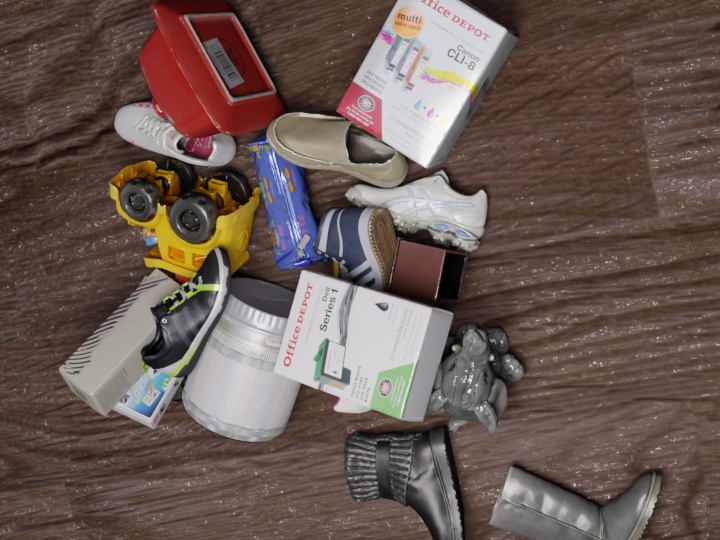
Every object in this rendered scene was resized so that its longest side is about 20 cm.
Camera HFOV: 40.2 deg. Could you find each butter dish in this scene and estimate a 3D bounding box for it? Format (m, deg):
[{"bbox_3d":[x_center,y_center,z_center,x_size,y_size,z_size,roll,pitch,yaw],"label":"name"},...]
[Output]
[{"bbox_3d":[-0.225,-0.256,1.347,0.147,0.199,0.201,-28,92,27],"label":"butter dish"}]

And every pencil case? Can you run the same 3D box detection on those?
[{"bbox_3d":[-0.101,-0.096,1.390,0.077,0.087,0.202,-14,95,-5],"label":"pencil case"}]

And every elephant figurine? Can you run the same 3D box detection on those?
[{"bbox_3d":[0.139,0.151,1.312,0.141,0.200,0.156,-25,93,17],"label":"elephant figurine"}]

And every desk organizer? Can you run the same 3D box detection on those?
[{"bbox_3d":[0.080,0.063,1.333,0.076,0.071,0.202,13,93,35],"label":"desk organizer"}]

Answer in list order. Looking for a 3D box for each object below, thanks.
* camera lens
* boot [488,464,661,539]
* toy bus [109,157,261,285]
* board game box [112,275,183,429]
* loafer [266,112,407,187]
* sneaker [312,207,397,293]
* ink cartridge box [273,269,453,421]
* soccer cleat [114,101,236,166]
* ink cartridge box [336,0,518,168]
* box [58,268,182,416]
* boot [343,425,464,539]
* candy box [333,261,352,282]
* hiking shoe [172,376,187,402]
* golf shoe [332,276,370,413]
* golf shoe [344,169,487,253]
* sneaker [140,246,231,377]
[{"bbox_3d":[-0.157,0.131,1.406,0.159,0.160,0.202,23,104,10],"label":"camera lens"},{"bbox_3d":[0.299,0.321,1.378,0.199,0.072,0.183,27,103,15],"label":"boot"},{"bbox_3d":[-0.256,-0.051,1.429,0.198,0.136,0.194,16,119,13],"label":"toy bus"},{"bbox_3d":[-0.310,0.117,1.448,0.125,0.035,0.201,23,64,10],"label":"board game box"},{"bbox_3d":[-0.029,-0.173,1.322,0.198,0.068,0.076,15,67,2],"label":"loafer"},{"bbox_3d":[0.000,0.000,1.365,0.108,0.070,0.202,9,124,34],"label":"sneaker"},{"bbox_3d":[0.001,0.095,1.275,0.198,0.084,0.148,15,89,27],"label":"ink cartridge box"},{"bbox_3d":[-0.275,-0.199,1.418,0.198,0.086,0.071,15,103,12],"label":"soccer cleat"},{"bbox_3d":[0.091,-0.259,1.283,0.145,0.145,0.201,33,105,7],"label":"ink cartridge box"},{"bbox_3d":[-0.325,0.100,1.391,0.068,0.082,0.200,32,64,17],"label":"box"},{"bbox_3d":[0.066,0.331,1.425,0.156,0.079,0.213,-11,88,11],"label":"boot"},{"bbox_3d":[0.017,0.072,1.422,0.101,0.026,0.202,-2,99,11],"label":"candy box"},{"bbox_3d":[-0.336,0.173,1.487,0.198,0.101,0.076,9,116,16],"label":"hiking shoe"},{"bbox_3d":[-0.028,0.111,1.390,0.091,0.075,0.202,-19,94,21],"label":"golf shoe"},{"bbox_3d":[0.081,-0.097,1.363,0.198,0.078,0.098,19,86,6],"label":"golf shoe"},{"bbox_3d":[-0.240,0.057,1.331,0.082,0.072,0.201,19,102,-27],"label":"sneaker"}]
